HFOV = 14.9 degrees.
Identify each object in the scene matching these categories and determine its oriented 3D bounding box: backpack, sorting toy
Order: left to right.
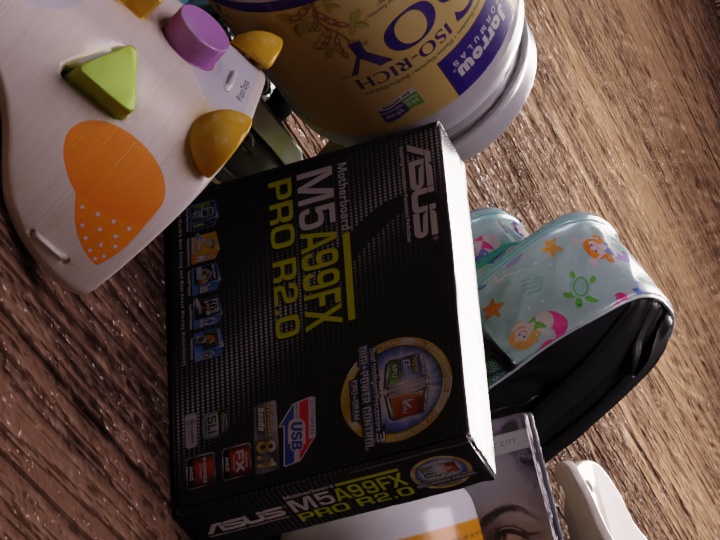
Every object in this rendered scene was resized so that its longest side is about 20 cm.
[{"bbox_3d":[-0.137,-0.121,1.314,0.180,0.107,0.200,49,23,-18],"label":"sorting toy"},{"bbox_3d":[0.095,0.047,1.748,0.151,0.200,0.177,59,10,22],"label":"backpack"},{"bbox_3d":[0.203,0.231,2.148,0.181,0.106,0.200,67,12,9],"label":"sorting toy"}]

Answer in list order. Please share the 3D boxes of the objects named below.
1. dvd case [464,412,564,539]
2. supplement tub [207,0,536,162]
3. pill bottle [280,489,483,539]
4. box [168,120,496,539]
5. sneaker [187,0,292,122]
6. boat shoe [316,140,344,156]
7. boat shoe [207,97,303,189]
[{"bbox_3d":[0.056,0.194,1.554,0.016,0.148,0.201,-5,80,-60],"label":"dvd case"},{"bbox_3d":[0.000,-0.155,1.457,0.200,0.145,0.146,50,28,-48],"label":"supplement tub"},{"bbox_3d":[0.019,0.179,1.501,0.111,0.111,0.201,3,73,-74],"label":"pill bottle"},{"bbox_3d":[-0.018,0.032,1.419,0.044,0.159,0.201,54,26,-51],"label":"box"},{"bbox_3d":[-0.072,-0.131,1.551,0.200,0.078,0.090,27,54,-69],"label":"sneaker"},{"bbox_3d":[0.002,0.000,1.690,0.063,0.073,0.201,52,30,-48],"label":"boat shoe"},{"bbox_3d":[-0.056,-0.046,1.559,0.072,0.060,0.201,52,-1,32],"label":"boat shoe"}]
